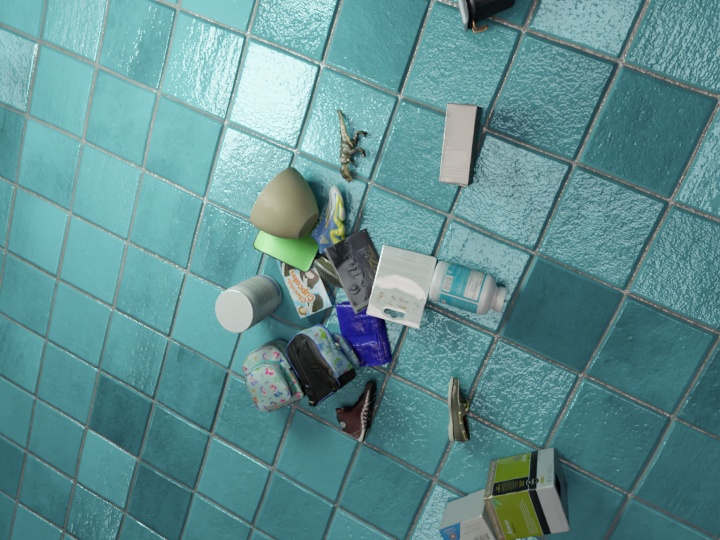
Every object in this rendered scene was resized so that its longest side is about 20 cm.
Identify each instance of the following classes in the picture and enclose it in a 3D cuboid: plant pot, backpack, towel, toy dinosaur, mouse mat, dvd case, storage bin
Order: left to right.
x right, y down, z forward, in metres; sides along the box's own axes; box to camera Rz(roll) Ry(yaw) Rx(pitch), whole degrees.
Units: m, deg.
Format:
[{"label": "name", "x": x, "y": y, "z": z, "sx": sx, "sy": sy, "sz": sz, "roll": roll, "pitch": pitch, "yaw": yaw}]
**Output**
[{"label": "backpack", "x": -0.271, "y": 0.325, "z": 1.833, "sx": 0.176, "sy": 0.150, "sz": 0.203, "roll": -26, "pitch": 88, "yaw": 23}, {"label": "plant pot", "x": -0.197, "y": -0.167, "z": 1.667, "sx": 0.134, "sy": 0.200, "sz": 0.202, "roll": 39, "pitch": 110, "yaw": 9}, {"label": "mouse mat", "x": -0.207, "y": -0.102, "z": 1.755, "sx": 0.197, "sy": 0.008, "sz": 0.163, "roll": 25, "pitch": 83, "yaw": 13}, {"label": "backpack", "x": -0.115, "y": 0.265, "z": 1.748, "sx": 0.201, "sy": 0.146, "sz": 0.183, "roll": 55, "pitch": 133, "yaw": 8}, {"label": "toy dinosaur", "x": -0.025, "y": -0.352, "z": 1.658, "sx": 0.087, "sy": 0.047, "sz": 0.204, "roll": -1, "pitch": 98, "yaw": 25}, {"label": "dvd case", "x": 0.000, "y": 0.000, "z": 1.679, "sx": 0.016, "sy": 0.147, "sz": 0.203, "roll": -21, "pitch": 96, "yaw": 59}, {"label": "towel", "x": 0.006, "y": 0.187, "z": 1.756, "sx": 0.145, "sy": 0.049, "sz": 0.204, "roll": -9, "pitch": 98, "yaw": 19}, {"label": "storage bin", "x": 0.304, "y": -0.660, "z": 1.409, "sx": 0.132, "sy": 0.200, "sz": 0.148, "roll": -15, "pitch": 97, "yaw": 11}]

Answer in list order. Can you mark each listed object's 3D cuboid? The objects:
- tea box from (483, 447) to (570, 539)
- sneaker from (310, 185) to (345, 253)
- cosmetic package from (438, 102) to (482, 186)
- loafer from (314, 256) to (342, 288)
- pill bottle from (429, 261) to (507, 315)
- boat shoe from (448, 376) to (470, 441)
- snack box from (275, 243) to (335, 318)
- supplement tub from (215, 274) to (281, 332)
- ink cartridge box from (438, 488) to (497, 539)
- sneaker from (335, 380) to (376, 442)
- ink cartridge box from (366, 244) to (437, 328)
[{"label": "tea box", "x": 0.455, "y": 0.607, "z": 1.613, "sx": 0.194, "sy": 0.200, "sz": 0.136, "roll": -18, "pitch": 96, "yaw": 22}, {"label": "sneaker", "x": -0.095, "y": -0.137, "z": 1.692, "sx": 0.103, "sy": 0.076, "sz": 0.204, "roll": -7, "pitch": 100, "yaw": -6}, {"label": "cosmetic package", "x": 0.260, "y": -0.328, "z": 1.534, "sx": 0.089, "sy": 0.107, "sz": 0.204, "roll": 11, "pitch": 107, "yaw": 16}, {"label": "loafer", "x": -0.045, "y": 0.014, "z": 1.731, "sx": 0.198, "sy": 0.075, "sz": 0.070, "roll": 30, "pitch": 67, "yaw": 3}, {"label": "pill bottle", "x": 0.292, "y": 0.053, "z": 1.599, "sx": 0.197, "sy": 0.111, "sz": 0.113, "roll": 17, "pitch": 106, "yaw": 14}, {"label": "boat shoe", "x": 0.284, "y": 0.399, "z": 1.697, "sx": 0.059, "sy": 0.072, "sz": 0.206, "roll": 1, "pitch": 108, "yaw": 16}, {"label": "snack box", "x": -0.167, "y": 0.031, "z": 1.788, "sx": 0.115, "sy": 0.037, "sz": 0.203, "roll": -22, "pitch": 93, "yaw": 20}, {"label": "supplement tub", "x": -0.331, "y": 0.096, "z": 1.769, "sx": 0.129, "sy": 0.200, "sz": 0.135, "roll": 4, "pitch": 102, "yaw": 18}, {"label": "ink cartridge box", "x": 0.346, "y": 0.777, "z": 1.714, "sx": 0.146, "sy": 0.144, "sz": 0.202, "roll": -28, "pitch": 92, "yaw": 22}, {"label": "sneaker", "x": -0.021, "y": 0.420, "z": 1.803, "sx": 0.114, "sy": 0.076, "sz": 0.204, "roll": 15, "pitch": 106, "yaw": 18}, {"label": "ink cartridge box", "x": 0.116, "y": 0.043, "z": 1.660, "sx": 0.160, "sy": 0.057, "sz": 0.204, "roll": 14, "pitch": 92, "yaw": 13}]
